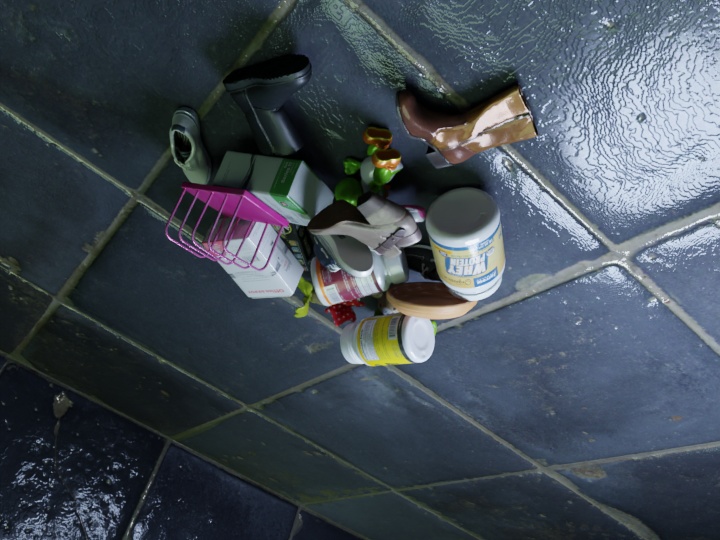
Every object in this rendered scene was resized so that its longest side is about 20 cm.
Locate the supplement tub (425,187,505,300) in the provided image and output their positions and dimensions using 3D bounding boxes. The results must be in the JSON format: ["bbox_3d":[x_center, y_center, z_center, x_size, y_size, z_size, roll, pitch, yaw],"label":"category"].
[{"bbox_3d":[0.215,-0.049,1.236,0.143,0.146,0.201,2,141,21],"label":"supplement tub"}]

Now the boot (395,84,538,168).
[{"bbox_3d":[0.177,-0.262,1.043,0.198,0.069,0.188,-14,133,35],"label":"boot"}]

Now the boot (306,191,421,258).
[{"bbox_3d":[0.012,-0.074,1.174,0.199,0.071,0.146,-17,135,41],"label":"boot"}]

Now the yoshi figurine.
[{"bbox_3d":[0.004,-0.179,1.203,0.111,0.113,0.201,33,147,7],"label":"yoshi figurine"}]

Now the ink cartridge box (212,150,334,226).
[{"bbox_3d":[-0.175,-0.164,1.244,0.198,0.084,0.147,13,166,29],"label":"ink cartridge box"}]

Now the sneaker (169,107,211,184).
[{"bbox_3d":[-0.366,-0.244,1.297,0.072,0.071,0.201,11,143,10],"label":"sneaker"}]

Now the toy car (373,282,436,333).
[{"bbox_3d":[0.076,0.094,1.494,0.163,0.158,0.202,14,131,34],"label":"toy car"}]

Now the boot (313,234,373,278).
[{"bbox_3d":[-0.037,-0.028,1.260,0.072,0.200,0.091,-12,133,-24],"label":"boot"}]

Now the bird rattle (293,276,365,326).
[{"bbox_3d":[-0.067,0.060,1.507,0.198,0.163,0.114,3,102,29],"label":"bird rattle"}]

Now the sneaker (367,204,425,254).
[{"bbox_3d":[0.054,-0.081,1.251,0.199,0.089,0.081,-14,174,44],"label":"sneaker"}]

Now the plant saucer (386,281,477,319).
[{"bbox_3d":[0.154,0.065,1.338,0.198,0.200,0.038,5,105,18],"label":"plant saucer"}]

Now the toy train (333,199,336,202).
[{"bbox_3d":[-0.029,-0.090,1.381,0.056,0.042,0.201,11,145,27],"label":"toy train"}]

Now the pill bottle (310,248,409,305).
[{"bbox_3d":[0.000,0.000,1.355,0.198,0.115,0.115,-15,135,13],"label":"pill bottle"}]

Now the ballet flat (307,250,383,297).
[{"bbox_3d":[-0.034,0.012,1.456,0.199,0.057,0.067,32,159,13],"label":"ballet flat"}]

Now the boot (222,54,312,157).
[{"bbox_3d":[-0.140,-0.295,1.127,0.198,0.077,0.169,1,137,34],"label":"boot"}]

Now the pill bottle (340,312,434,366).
[{"bbox_3d":[0.057,0.156,1.388,0.198,0.115,0.114,-11,135,40],"label":"pill bottle"}]

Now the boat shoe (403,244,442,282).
[{"bbox_3d":[0.170,-0.005,1.382,0.198,0.061,0.074,14,149,8],"label":"boat shoe"}]

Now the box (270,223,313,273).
[{"bbox_3d":[-0.202,-0.080,1.458,0.159,0.049,0.201,9,143,19],"label":"box"}]

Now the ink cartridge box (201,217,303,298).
[{"bbox_3d":[-0.247,-0.031,1.432,0.145,0.083,0.201,-4,138,32],"label":"ink cartridge box"}]

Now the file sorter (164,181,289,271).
[{"bbox_3d":[-0.278,-0.086,1.254,0.198,0.127,0.139,12,165,38],"label":"file sorter"}]
